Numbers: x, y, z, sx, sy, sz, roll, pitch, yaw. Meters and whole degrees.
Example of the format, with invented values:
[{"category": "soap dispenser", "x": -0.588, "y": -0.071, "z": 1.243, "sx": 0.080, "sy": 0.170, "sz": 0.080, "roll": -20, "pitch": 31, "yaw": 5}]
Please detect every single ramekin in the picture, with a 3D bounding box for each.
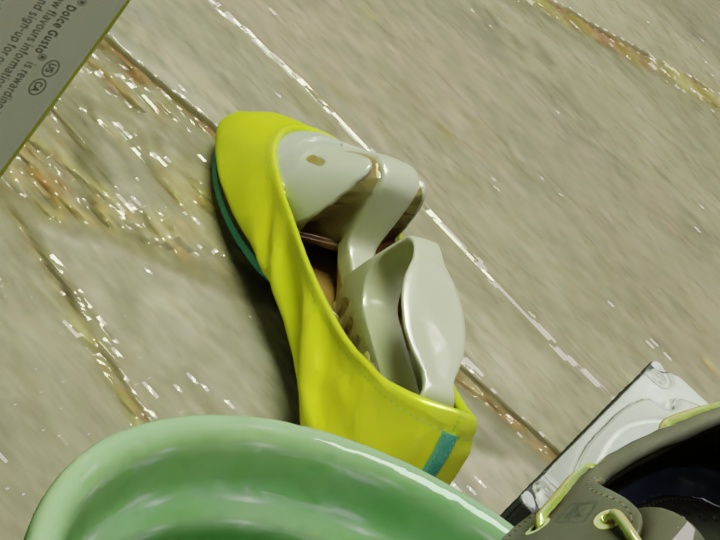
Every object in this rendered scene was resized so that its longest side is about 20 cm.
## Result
[{"category": "ramekin", "x": -0.014, "y": 0.140, "z": 0.697, "sx": 0.199, "sy": 0.098, "sz": 0.200, "roll": 24, "pitch": 30, "yaw": -15}]

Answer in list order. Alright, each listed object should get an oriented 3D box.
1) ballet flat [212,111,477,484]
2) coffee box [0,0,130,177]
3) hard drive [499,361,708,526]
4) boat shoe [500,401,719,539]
[{"category": "ballet flat", "x": 0.000, "y": 0.000, "z": 0.939, "sx": 0.067, "sy": 0.067, "sz": 0.200, "roll": 17, "pitch": 38, "yaw": -32}, {"category": "coffee box", "x": -0.195, "y": -0.109, "z": 0.740, "sx": 0.197, "sy": 0.200, "sz": 0.200, "roll": 20, "pitch": 36, "yaw": -30}, {"category": "hard drive", "x": 0.145, "y": 0.131, "z": 0.957, "sx": 0.200, "sy": 0.038, "sz": 0.140, "roll": 45, "pitch": 32, "yaw": 7}, {"category": "boat shoe", "x": 0.068, "y": 0.083, "z": 0.699, "sx": 0.072, "sy": 0.060, "sz": 0.202, "roll": 40, "pitch": 29, "yaw": 14}]
